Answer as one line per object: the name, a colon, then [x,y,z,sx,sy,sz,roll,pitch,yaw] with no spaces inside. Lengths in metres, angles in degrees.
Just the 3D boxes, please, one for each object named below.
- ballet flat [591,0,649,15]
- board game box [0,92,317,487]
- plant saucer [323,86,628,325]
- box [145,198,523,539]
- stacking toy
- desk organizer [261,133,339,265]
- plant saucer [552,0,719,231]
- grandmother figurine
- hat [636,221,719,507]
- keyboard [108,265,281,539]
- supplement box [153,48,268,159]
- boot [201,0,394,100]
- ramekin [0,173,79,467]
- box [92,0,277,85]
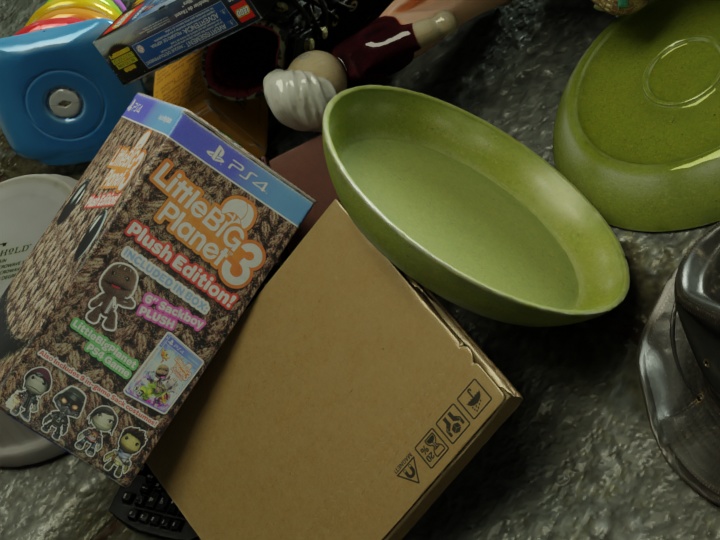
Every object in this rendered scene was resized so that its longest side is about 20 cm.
ballet flat: [0.156,-0.203,1.280,0.070,0.066,0.200,2,17,4]
board game box: [-0.137,0.006,1.197,0.201,0.097,0.159,-57,18,-3]
plant saucer: [0.060,-0.032,1.131,0.031,0.199,0.201,-57,34,27]
box: [-0.024,0.086,1.118,0.200,0.021,0.164,-51,60,18]
stacking toy: [-0.215,-0.180,1.531,0.115,0.110,0.201,-11,36,8]
desk organizer: [0.000,0.000,1.228,0.077,0.072,0.201,-25,43,12]
plant saucer: [0.202,-0.113,1.209,0.199,0.031,0.201,-19,46,21]
grandmother figurine: [0.019,-0.153,1.309,0.199,0.061,0.121,-34,-1,-24]
hat: [0.220,0.022,1.040,0.199,0.081,0.202,-19,46,20]
keyboard: [-0.108,0.073,1.263,0.104,0.040,0.201,5,57,34]
supplement box: [-0.106,-0.158,1.438,0.069,0.066,0.201,-31,40,27]
boot: [-0.010,-0.193,1.355,0.203,0.074,0.154,-25,18,33]
ramekin: [-0.228,0.025,1.354,0.201,0.094,0.203,-20,46,21]
box: [-0.078,-0.210,1.344,0.136,0.040,0.200,-19,25,40]
